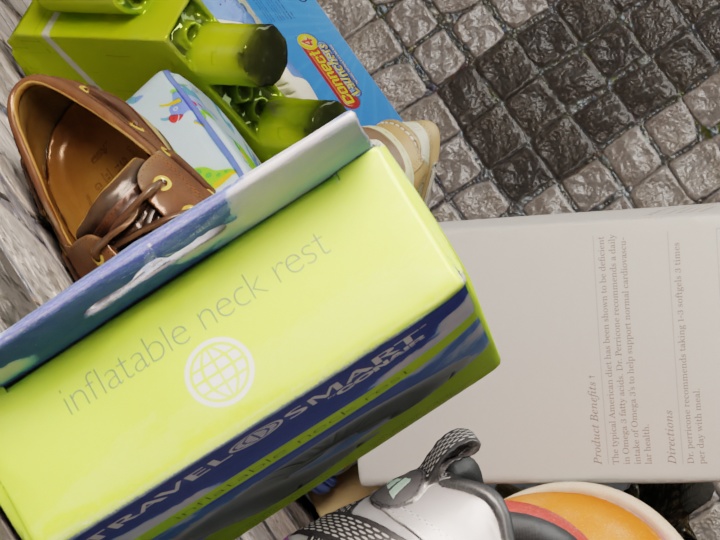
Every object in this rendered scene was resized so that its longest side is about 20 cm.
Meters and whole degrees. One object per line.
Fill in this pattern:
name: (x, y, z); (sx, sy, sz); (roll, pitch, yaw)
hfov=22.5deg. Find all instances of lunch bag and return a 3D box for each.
lunch bag: (-0.055, 0.010, 0.886); (0.161, 0.082, 0.200); (55, 0, 39)

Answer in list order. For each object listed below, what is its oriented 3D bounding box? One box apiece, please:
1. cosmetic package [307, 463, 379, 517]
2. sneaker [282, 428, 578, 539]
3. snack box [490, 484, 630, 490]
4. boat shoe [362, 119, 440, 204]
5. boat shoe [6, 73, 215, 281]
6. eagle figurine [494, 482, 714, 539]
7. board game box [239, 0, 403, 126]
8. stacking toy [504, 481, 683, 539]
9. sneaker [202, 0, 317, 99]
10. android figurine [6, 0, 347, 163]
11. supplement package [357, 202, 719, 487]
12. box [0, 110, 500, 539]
cosmetic package: (0.046, 0.165, 0.903); (0.105, 0.071, 0.200); (55, 1, -37)
sneaker: (0.058, 0.132, 0.497); (0.200, 0.140, 0.078); (54, 1, -22)
snack box: (0.078, 0.099, 1.117); (0.142, 0.200, 0.053); (43, -53, 50)
boat shoe: (0.000, 0.000, 1.032); (0.072, 0.200, 0.076); (43, 41, 20)
boat shoe: (-0.082, -0.007, 0.703); (0.200, 0.072, 0.068); (48, 2, 37)
eagle figurine: (0.159, 0.164, 0.986); (0.200, 0.151, 0.152); (26, 65, -42)
board game box: (-0.072, -0.100, 1.270); (0.200, 0.056, 0.196); (55, -40, 24)
stacking toy: (0.036, 0.135, 0.696); (0.200, 0.146, 0.146); (29, 21, -49)
sneaker: (-0.087, -0.156, 1.029); (0.200, 0.077, 0.111); (37, 45, -34)
android figurine: (-0.102, -0.099, 0.946); (0.200, 0.041, 0.182); (9, -26, 43)
supplement package: (0.105, 0.031, 0.831); (0.117, 0.199, 0.117); (-13, 99, -65)
box: (-0.026, 0.028, 0.490); (0.048, 0.122, 0.200); (57, 1, 12)
